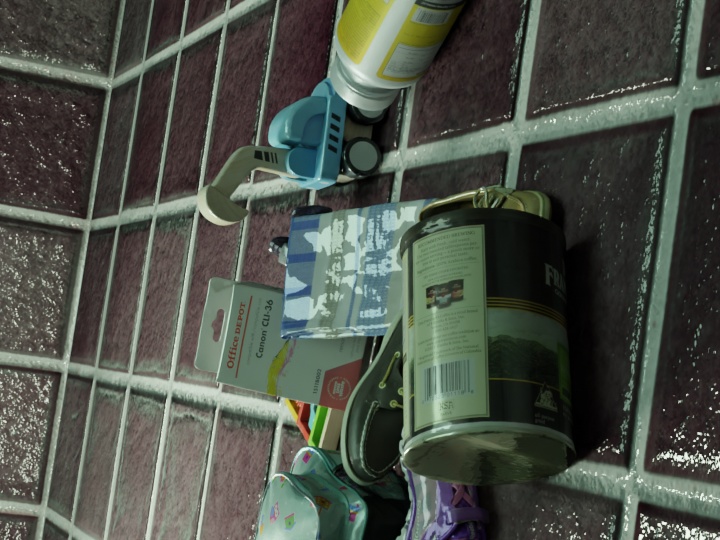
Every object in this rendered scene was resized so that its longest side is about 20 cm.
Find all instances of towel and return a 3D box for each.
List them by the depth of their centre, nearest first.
[{"bbox_3d":[0.000,0.000,1.811,0.200,0.024,0.147,-5,72,34],"label":"towel"}]

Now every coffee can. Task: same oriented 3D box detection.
[{"bbox_3d":[0.107,0.067,1.454,0.146,0.146,0.200,135,140,-58],"label":"coffee can"}]

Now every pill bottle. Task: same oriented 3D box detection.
[{"bbox_3d":[0.038,-0.270,1.853,0.200,0.112,0.112,122,151,-46],"label":"pill bottle"}]

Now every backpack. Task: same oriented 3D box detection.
[{"bbox_3d":[-0.024,0.271,1.718,0.200,0.153,0.176,-131,49,-68],"label":"backpack"}]

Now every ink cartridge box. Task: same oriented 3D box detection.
[{"bbox_3d":[-0.090,0.080,1.904,0.067,0.200,0.117,-12,-67,-81],"label":"ink cartridge box"}]

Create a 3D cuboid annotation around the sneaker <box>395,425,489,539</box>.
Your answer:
[{"bbox_3d":[0.083,0.213,1.569,0.088,0.080,0.201,11,96,64],"label":"sneaker"}]

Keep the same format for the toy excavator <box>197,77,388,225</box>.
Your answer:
[{"bbox_3d":[-0.084,-0.138,2.000,0.100,0.200,0.195,167,112,-69],"label":"toy excavator"}]

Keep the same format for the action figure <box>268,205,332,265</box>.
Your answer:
[{"bbox_3d":[-0.033,-0.006,1.999,0.200,0.069,0.130,50,121,51],"label":"action figure"}]

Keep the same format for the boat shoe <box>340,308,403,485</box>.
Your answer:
[{"bbox_3d":[0.041,0.115,1.661,0.061,0.072,0.201,-17,44,52],"label":"boat shoe"}]

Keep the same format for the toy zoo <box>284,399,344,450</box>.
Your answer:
[{"bbox_3d":[-0.052,0.130,2.050,0.200,0.020,0.131,-130,52,-65],"label":"toy zoo"}]

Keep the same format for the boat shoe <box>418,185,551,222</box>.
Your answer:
[{"bbox_3d":[0.117,-0.042,1.599,0.200,0.063,0.073,174,105,-69],"label":"boat shoe"}]
